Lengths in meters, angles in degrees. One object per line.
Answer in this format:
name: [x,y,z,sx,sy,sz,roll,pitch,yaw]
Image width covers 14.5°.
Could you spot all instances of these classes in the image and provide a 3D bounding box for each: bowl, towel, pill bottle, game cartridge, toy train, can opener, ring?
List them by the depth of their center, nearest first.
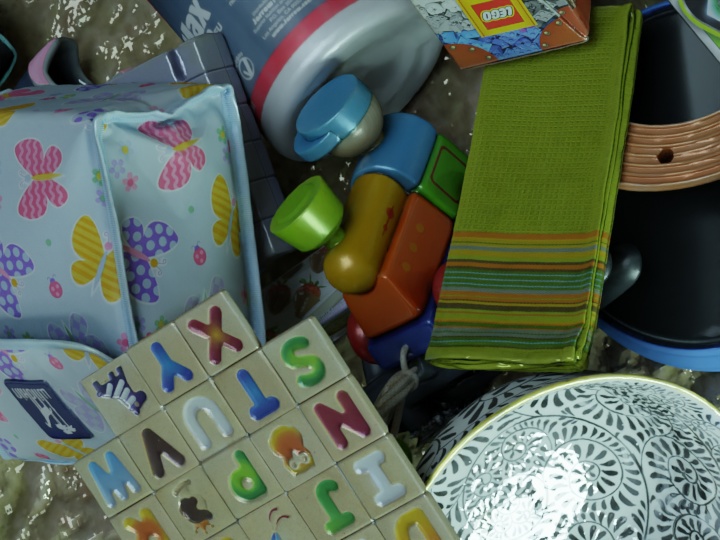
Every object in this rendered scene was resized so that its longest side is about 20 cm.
towel: [0.088,-0.043,1.418,0.086,0.018,0.201,0,65,26]
bowl: [0.095,0.125,1.435,0.201,0.200,0.094,-58,28,10]
toy train: [0.000,0.000,1.443,0.085,0.116,0.201,-27,32,43]
ring: [0.165,-0.129,1.445,0.199,0.019,0.201,-11,61,21]
bowl: [0.181,-0.049,1.464,0.200,0.039,0.202,-3,83,27]
can opener: [0.065,0.034,1.477,0.200,0.063,0.079,-32,80,43]
game cartridge: [-0.129,-0.036,1.547,0.199,0.038,0.130,-22,92,38]
pill bottle: [-0.057,-0.168,1.556,0.120,0.119,0.200,-47,66,15]

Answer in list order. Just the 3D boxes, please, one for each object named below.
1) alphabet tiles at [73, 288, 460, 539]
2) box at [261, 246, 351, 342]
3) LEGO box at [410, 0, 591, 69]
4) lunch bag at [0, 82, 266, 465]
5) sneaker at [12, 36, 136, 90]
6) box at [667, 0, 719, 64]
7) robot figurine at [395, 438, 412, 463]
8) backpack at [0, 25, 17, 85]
alphabet tiles: [-0.047,0.115,1.374,0.166,0.006,0.200,-31,94,30]
box: [-0.074,0.053,1.585,0.200,0.041,0.039,-35,70,19]
LEGO box: [0.062,-0.231,1.444,0.077,0.149,0.201,-10,53,26]
lunch bag: [-0.145,0.008,1.472,0.169,0.127,0.201,4,106,42]
sneaker: [-0.123,-0.069,1.606,0.199,0.070,0.082,26,100,26]
box: [0.210,-0.139,1.337,0.110,0.035,0.200,-45,65,19]
robot figurine: [-0.038,0.150,1.495,0.200,0.115,0.176,-115,30,-42]
backpack: [-0.330,-0.108,1.664,0.153,0.175,0.201,41,105,42]
